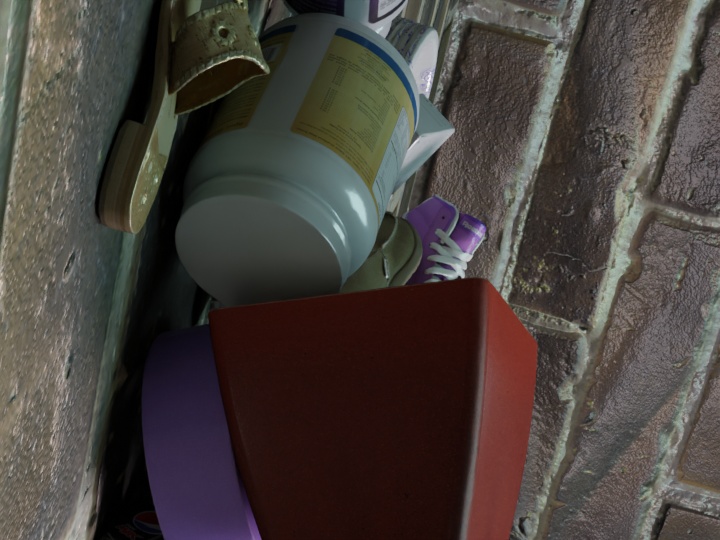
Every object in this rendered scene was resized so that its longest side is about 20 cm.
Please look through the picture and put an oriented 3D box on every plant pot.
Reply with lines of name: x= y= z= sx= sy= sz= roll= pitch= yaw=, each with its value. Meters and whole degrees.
plant pot: x=0.019 y=0.125 z=1.015 sx=0.200 sy=0.200 sz=0.177 roll=42 pitch=42 yaw=-67

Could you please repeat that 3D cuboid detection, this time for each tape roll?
tape roll: x=-0.102 y=0.140 z=1.077 sx=0.200 sy=0.065 sz=0.201 roll=-11 pitch=90 yaw=-81

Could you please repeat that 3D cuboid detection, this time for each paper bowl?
paper bowl: x=0.000 y=-0.162 z=1.431 sx=0.201 sy=0.104 sz=0.201 roll=19 pitch=90 yaw=-80

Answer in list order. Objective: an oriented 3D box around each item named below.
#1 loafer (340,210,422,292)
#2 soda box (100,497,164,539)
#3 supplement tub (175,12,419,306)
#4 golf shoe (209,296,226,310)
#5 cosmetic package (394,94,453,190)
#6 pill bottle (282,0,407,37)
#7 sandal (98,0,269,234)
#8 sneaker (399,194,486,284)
loafer: x=0.000 y=0.000 z=1.216 sx=0.076 sy=0.067 sz=0.200 roll=-32 pitch=-159 yaw=26
soda box: x=-0.175 y=0.283 z=1.112 sx=0.063 sy=0.071 sz=0.200 roll=-67 pitch=170 yaw=-69
supplement tub: x=-0.045 y=-0.077 z=1.046 sx=0.145 sy=0.144 sz=0.200 roll=100 pitch=8 yaw=-48
golf shoe: x=-0.068 y=-0.029 z=1.210 sx=0.078 sy=0.097 sz=0.200 roll=87 pitch=21 yaw=-78
cosmetic package: x=-0.010 y=-0.075 z=1.300 sx=0.200 sy=0.051 sz=0.083 roll=-45 pitch=171 yaw=25
pill bottle: x=-0.011 y=-0.250 z=1.083 sx=0.200 sy=0.111 sz=0.112 roll=95 pitch=12 yaw=-66
sandal: x=-0.091 y=-0.118 z=0.855 sx=0.078 sy=0.069 sz=0.212 roll=77 pitch=29 yaw=-79
sneaker: x=0.067 y=0.005 z=1.273 sx=0.114 sy=0.073 sz=0.201 roll=-39 pitch=-142 yaw=21
